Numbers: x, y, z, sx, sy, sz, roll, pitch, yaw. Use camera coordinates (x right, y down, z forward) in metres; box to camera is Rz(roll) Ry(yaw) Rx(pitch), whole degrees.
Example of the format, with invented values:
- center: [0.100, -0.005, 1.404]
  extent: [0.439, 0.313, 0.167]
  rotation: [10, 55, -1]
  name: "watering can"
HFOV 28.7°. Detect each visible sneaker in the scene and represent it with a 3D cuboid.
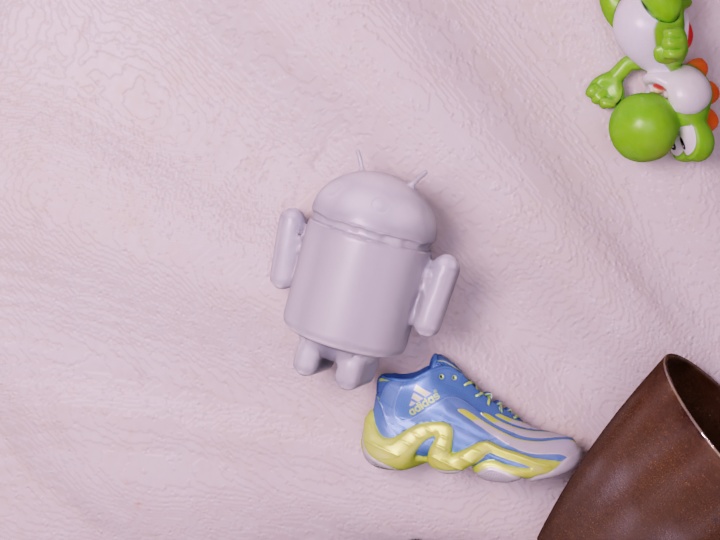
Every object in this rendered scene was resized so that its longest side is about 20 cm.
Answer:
- center: [0.100, 0.130, 1.263]
  extent: [0.199, 0.076, 0.106]
  rotation: [2, 96, 1]
  name: "sneaker"

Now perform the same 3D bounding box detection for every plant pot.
- center: [0.258, 0.209, 1.236]
  extent: [0.187, 0.187, 0.200]
  rotation: [44, 110, -5]
  name: "plant pot"

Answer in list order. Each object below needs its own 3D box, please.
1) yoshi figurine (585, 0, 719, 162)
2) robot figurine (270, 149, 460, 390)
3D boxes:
- center: [0.242, -0.179, 1.217]
  extent: [0.111, 0.112, 0.201]
  rotation: [-19, 99, 18]
  name: "yoshi figurine"
- center: [0.000, 0.000, 1.229]
  extent: [0.169, 0.113, 0.201]
  rotation: [18, 97, 12]
  name: "robot figurine"
